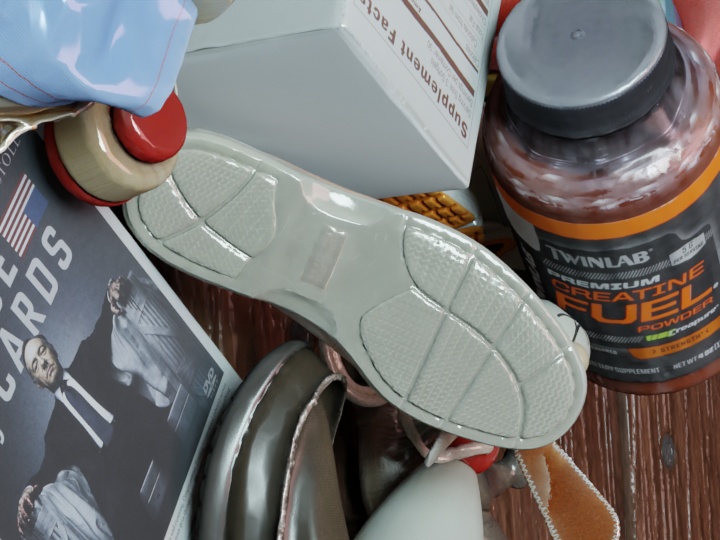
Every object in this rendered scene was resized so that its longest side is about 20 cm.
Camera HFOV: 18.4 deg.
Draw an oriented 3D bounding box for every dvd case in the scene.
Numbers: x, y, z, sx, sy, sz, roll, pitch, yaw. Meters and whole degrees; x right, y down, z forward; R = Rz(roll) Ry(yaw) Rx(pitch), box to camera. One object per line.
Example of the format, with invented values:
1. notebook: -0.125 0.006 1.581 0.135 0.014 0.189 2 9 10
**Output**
1. dvd case: -0.113 0.044 0.804 0.200 0.025 0.151 56 40 -39

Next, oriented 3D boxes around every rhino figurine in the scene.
1. rhino figurine: 0.036 0.100 1.006 0.087 0.060 0.201 -29 108 -40

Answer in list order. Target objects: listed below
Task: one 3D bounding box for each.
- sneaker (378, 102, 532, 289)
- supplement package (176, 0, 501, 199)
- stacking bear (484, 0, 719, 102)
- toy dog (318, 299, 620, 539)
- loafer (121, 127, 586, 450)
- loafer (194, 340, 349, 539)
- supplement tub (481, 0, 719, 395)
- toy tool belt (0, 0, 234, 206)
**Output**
1. sneaker: 0.032 -0.046 1.034 0.200 0.075 0.093 31 50 -62
2. supplement package: -0.014 -0.141 0.918 0.117 0.116 0.201 47 47 -48
3. stacking bear: 0.084 -0.129 1.062 0.200 0.121 0.115 27 66 -53
4. toy dog: 0.042 0.105 0.920 0.131 0.096 0.201 15 86 -29
5. loafer: 0.000 0.000 0.876 0.072 0.199 0.063 -59 -172 10
6. loafer: -0.026 0.129 0.860 0.073 0.071 0.201 39 59 -73
7. supplement tub: 0.113 -0.038 0.964 0.200 0.106 0.108 64 34 -52
8. toy tool belt: -0.104 -0.094 0.720 0.200 0.122 0.126 37 51 -36
